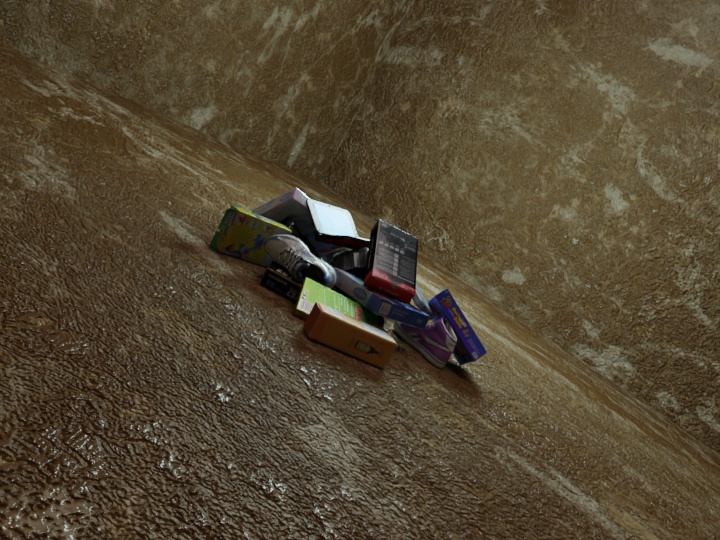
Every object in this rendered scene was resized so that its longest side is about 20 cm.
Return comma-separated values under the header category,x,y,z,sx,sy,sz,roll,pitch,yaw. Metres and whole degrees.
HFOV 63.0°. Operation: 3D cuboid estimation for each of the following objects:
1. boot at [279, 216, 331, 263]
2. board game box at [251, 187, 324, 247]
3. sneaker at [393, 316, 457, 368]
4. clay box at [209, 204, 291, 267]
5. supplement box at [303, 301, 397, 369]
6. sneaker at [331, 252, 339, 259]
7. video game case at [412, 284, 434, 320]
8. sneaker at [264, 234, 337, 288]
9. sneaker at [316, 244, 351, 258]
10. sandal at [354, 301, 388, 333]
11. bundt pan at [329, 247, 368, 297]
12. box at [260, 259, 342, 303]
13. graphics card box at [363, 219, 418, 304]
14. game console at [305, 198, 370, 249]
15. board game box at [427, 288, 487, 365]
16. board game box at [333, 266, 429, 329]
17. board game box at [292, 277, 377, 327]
category,x,y,z,sx,sy,sz,roll,pitch,yaw
boot,-0.163,-0.068,1.675,0.200,0.066,0.165,48,3,-23
board game box,-0.187,-0.137,1.714,0.198,0.044,0.198,-18,-42,39
sneaker,0.183,0.162,1.596,0.200,0.115,0.072,36,14,37
clay box,-0.281,-0.086,1.482,0.198,0.116,0.048,21,12,-43
supplement box,-0.021,0.141,1.272,0.198,0.067,0.069,27,8,-21
sneaker,-0.004,0.018,1.731,0.200,0.087,0.075,45,-6,5
video game case,0.131,0.028,1.591,0.202,0.023,0.182,62,8,23
sneaker,-0.145,-0.020,1.402,0.198,0.078,0.085,30,14,0
sneaker,-0.085,-0.081,1.803,0.198,0.083,0.077,-13,-19,31
sandal,0.039,0.124,1.528,0.079,0.060,0.206,21,14,-41
bundt pan,0.000,0.000,1.607,0.200,0.200,0.077,20,54,-43
box,-0.142,0.042,1.455,0.198,0.050,0.160,29,12,-6
graphics card box,0.079,-0.024,1.466,0.124,0.051,0.202,23,45,-16
game console,-0.033,-0.125,1.620,0.170,0.121,0.199,3,-4,37
board game box,0.258,0.159,1.627,0.202,0.044,0.135,59,-14,8
board game box,0.046,0.071,1.487,0.199,0.044,0.198,22,6,-45
board game box,-0.053,0.099,1.354,0.198,0.030,0.096,26,47,-13
